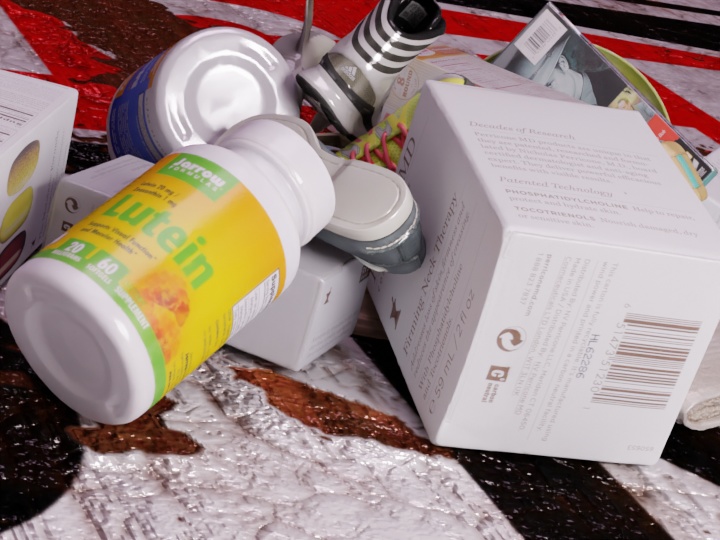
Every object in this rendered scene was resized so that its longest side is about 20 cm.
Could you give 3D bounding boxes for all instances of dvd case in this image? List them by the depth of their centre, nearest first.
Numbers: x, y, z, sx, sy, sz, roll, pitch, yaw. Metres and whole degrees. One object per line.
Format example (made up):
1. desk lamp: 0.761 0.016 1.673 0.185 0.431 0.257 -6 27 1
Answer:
1. dvd case: 0.169 -0.097 1.603 0.200 0.146 0.022 48 14 19

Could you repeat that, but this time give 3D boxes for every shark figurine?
1. shark figurine: -0.056 -0.164 1.630 0.089 0.129 0.214 3 3 18

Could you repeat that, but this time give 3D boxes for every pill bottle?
1. pill bottle: -0.107 -0.007 1.201 0.111 0.111 0.200 25 48 29
2. pill bottle: -0.128 -0.112 1.502 0.112 0.112 0.200 6 -7 -21

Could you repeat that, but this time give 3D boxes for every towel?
1. towel: 0.252 0.068 1.468 0.200 0.035 0.132 -6 26 -42

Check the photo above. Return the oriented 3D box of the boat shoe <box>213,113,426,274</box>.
1. boat shoe: -0.029 -0.048 1.330 0.200 0.073 0.062 26 -22 46

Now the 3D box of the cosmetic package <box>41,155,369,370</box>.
1. cosmetic package: -0.103 -0.008 1.352 0.200 0.074 0.102 22 21 16

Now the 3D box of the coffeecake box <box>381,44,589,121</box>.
1. coffeecake box: 0.103 -0.074 1.571 0.200 0.154 0.073 26 24 32

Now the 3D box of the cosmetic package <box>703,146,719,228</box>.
1. cosmetic package: 0.294 -0.040 1.675 0.074 0.102 0.200 35 25 11

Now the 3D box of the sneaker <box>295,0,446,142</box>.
1. sneaker: 0.019 -0.154 1.485 0.076 0.115 0.201 49 4 -1

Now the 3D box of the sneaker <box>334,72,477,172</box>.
1. sneaker: 0.019 -0.068 1.425 0.090 0.200 0.078 -24 78 -45

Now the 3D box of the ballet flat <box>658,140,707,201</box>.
1. ballet flat: 0.197 -0.009 1.452 0.069 0.200 0.063 -23 61 -29

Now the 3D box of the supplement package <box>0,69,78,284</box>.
1. supplement package: -0.275 -0.059 1.334 0.109 0.114 0.200 14 21 4

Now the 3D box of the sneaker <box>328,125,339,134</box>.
1. sneaker: 0.057 -0.127 1.812 0.200 0.078 0.099 21 -13 -22

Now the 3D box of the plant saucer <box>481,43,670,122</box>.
1. plant saucer: 0.161 -0.095 1.665 0.199 0.200 0.031 17 -13 9

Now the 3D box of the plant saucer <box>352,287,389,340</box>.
1. plant saucer: 0.000 0.000 1.489 0.199 0.030 0.200 13 19 -4

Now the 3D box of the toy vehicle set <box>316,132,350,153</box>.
1. toy vehicle set: -0.052 -0.079 1.672 0.200 0.027 0.124 -6 27 -44

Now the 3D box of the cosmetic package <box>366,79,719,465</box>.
1. cosmetic package: 0.119 0.001 1.318 0.166 0.168 0.200 6 30 -19
